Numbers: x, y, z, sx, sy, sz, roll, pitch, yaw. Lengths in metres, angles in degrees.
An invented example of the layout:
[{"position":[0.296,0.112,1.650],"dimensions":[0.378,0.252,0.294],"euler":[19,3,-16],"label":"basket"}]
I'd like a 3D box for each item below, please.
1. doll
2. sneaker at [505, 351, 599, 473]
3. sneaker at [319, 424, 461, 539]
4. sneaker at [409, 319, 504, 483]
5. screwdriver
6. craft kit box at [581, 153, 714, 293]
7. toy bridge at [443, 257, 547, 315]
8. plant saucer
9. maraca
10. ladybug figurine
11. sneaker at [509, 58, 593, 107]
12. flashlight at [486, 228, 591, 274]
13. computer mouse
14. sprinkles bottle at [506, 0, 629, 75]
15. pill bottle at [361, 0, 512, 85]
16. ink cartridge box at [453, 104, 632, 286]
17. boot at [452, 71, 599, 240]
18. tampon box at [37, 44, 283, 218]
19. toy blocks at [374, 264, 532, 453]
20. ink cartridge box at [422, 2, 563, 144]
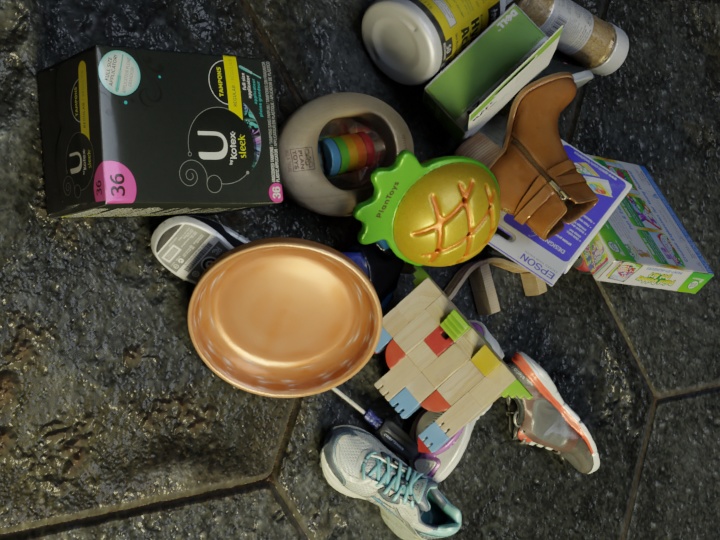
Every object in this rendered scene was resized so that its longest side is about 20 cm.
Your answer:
[{"position":[0.000,0.000,1.526],"dimensions":[0.200,0.048,0.137],"euler":[-15,116,-42],"label":"doll"},{"position":[0.224,0.192,1.699],"dimensions":[0.082,0.077,0.200],"euler":[-40,112,-6],"label":"sneaker"},{"position":[0.040,0.235,1.517],"dimensions":[0.200,0.086,0.078],"euler":[41,61,-29],"label":"sneaker"},{"position":[0.124,0.165,1.600],"dimensions":[0.100,0.075,0.200],"euler":[39,70,-50],"label":"sneaker"},{"position":[-0.005,0.150,1.521],"dimensions":[0.200,0.029,0.028],"euler":[44,45,-25],"label":"screwdriver"},{"position":[0.337,-0.065,1.748],"dimensions":[0.197,0.049,0.200],"euler":[10,43,-40],"label":"craft kit box"},{"position":[0.150,0.021,1.665],"dimensions":[0.200,0.027,0.067],"euler":[-18,97,-39],"label":"toy bridge"},{"position":[-0.077,0.045,1.396],"dimensions":[0.200,0.200,0.037],"euler":[44,24,-28],"label":"plant saucer"},{"position":[0.076,-0.068,1.496],"dimensions":[0.200,0.107,0.137],"euler":[11,111,-42],"label":"maraca"},{"position":[-0.029,-0.127,1.504],"dimensions":[0.200,0.072,0.136],"euler":[-10,93,-40],"label":"ladybug figurine"},{"position":[0.227,-0.265,1.730],"dimensions":[0.200,0.071,0.099],"euler":[-18,75,-54],"label":"sneaker"},{"position":[0.242,-0.035,1.725],"dimensions":[0.200,0.068,0.068],"euler":[6,124,-35],"label":"flashlight"},{"position":[-0.126,-0.003,1.410],"dimensions":[0.200,0.110,0.044],"euler":[35,28,-23],"label":"computer mouse"},{"position":[0.263,-0.321,1.764],"dimensions":[0.200,0.068,0.068],"euler":[21,73,-36],"label":"sprinkles bottle"},{"position":[0.102,-0.312,1.605],"dimensions":[0.200,0.111,0.111],"euler":[-42,111,-34],"label":"pill bottle"},{"position":[0.195,-0.088,1.634],"dimensions":[0.198,0.043,0.200],"euler":[35,57,12],"label":"ink cartridge box"},{"position":[0.225,-0.136,1.595],"dimensions":[0.200,0.077,0.155],"euler":[-38,65,-24],"label":"boot"},{"position":[-0.196,-0.131,1.332],"dimensions":[0.200,0.126,0.150],"euler":[-3,87,-39],"label":"tampon box"},{"position":[0.077,0.110,1.528],"dimensions":[0.137,0.100,0.200],"euler":[-41,79,5],"label":"toy blocks"},{"position":[0.149,-0.232,1.544],"dimensions":[0.148,0.200,0.076],"euler":[-43,86,-1],"label":"ink cartridge box"}]
